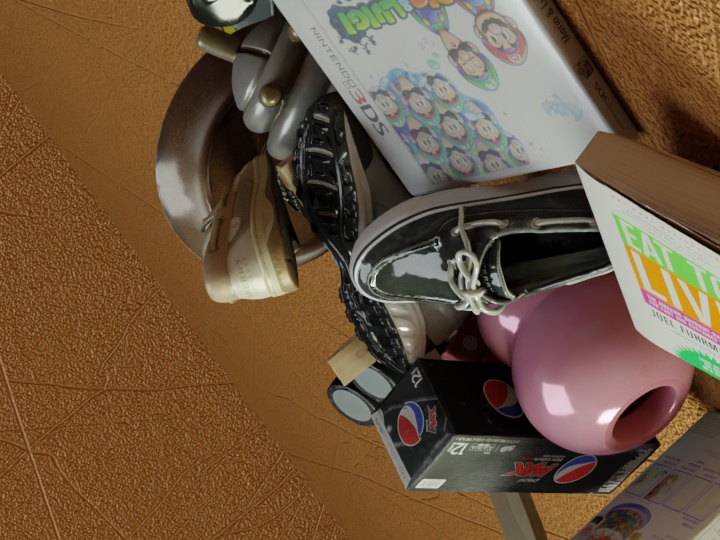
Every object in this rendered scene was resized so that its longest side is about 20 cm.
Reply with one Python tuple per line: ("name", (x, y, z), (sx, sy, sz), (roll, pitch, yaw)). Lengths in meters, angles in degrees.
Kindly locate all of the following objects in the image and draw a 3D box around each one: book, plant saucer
("book", (0.202, 0.006, 1.305), (0.133, 0.048, 0.200), (30, 164, 31))
("plant saucer", (-0.055, -0.087, 1.671), (0.032, 0.200, 0.200), (32, 160, 53))

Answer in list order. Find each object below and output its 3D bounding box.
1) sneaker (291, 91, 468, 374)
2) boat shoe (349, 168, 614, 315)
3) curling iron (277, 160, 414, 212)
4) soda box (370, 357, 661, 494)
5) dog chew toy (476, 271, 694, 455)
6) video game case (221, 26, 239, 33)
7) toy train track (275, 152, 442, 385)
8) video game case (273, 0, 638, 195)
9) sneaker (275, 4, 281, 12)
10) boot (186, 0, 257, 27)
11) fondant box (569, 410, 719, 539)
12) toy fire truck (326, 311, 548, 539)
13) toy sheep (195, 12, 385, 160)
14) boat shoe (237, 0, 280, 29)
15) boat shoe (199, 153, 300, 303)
("sneaker", (0.015, -0.032, 1.515), (0.074, 0.079, 0.201), (19, 136, 55))
("boat shoe", (0.081, -0.007, 1.415), (0.068, 0.199, 0.074), (-75, -31, -49))
("curling iron", (0.012, -0.061, 1.689), (0.200, 0.050, 0.026), (8, -155, -44))
("soda box", (0.109, 0.109, 1.565), (0.199, 0.063, 0.071), (6, -135, -40))
("dog chew toy", (0.136, 0.029, 1.530), (0.200, 0.124, 0.125), (52, 172, 34))
("video game case", (-0.048, -0.142, 1.930), (0.181, 0.025, 0.200), (45, 169, 23))
("toy train track", (0.000, 0.000, 1.565), (0.200, 0.115, 0.033), (57, 167, -22))
("video game case", (0.050, -0.132, 1.373), (0.200, 0.024, 0.182), (-10, 123, 51))
("sneaker", (0.017, -0.160, 1.459), (0.200, 0.080, 0.074), (38, 162, 40))
("boot", (-0.102, -0.279, 1.511), (0.174, 0.069, 0.200), (-110, 29, -46))
("fondant box", (0.210, 0.186, 1.524), (0.058, 0.200, 0.144), (52, 170, -12))
("toy fire truck", (0.088, 0.105, 1.686), (0.200, 0.129, 0.176), (36, 150, -1))
("toy sheep", (-0.020, -0.125, 1.572), (0.199, 0.138, 0.138), (29, 171, -5))
("boat shoe", (-0.075, -0.207, 1.686), (0.070, 0.071, 0.201), (43, 167, 32))
("boat shoe", (-0.081, -0.027, 1.555), (0.200, 0.065, 0.072), (-100, -8, -70))
